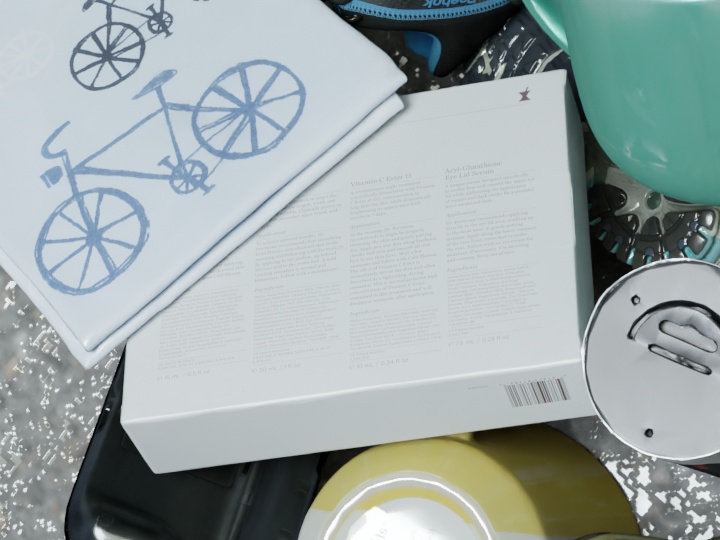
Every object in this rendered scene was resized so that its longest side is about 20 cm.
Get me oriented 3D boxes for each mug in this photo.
[{"bbox_3d":[0.034,0.119,1.061,0.149,0.153,0.188,-27,76,13],"label":"mug"},{"bbox_3d":[0.157,-0.103,0.981,0.151,0.185,0.115,-18,120,-4],"label":"mug"}]

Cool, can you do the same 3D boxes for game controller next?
[{"bbox_3d":[-0.061,0.060,1.071,0.103,0.042,0.201,17,60,1],"label":"game controller"}]

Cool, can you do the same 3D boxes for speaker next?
[{"bbox_3d":[0.152,0.046,1.008,0.080,0.200,0.082,-2,82,17],"label":"speaker"}]

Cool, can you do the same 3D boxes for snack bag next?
[{"bbox_3d":[-0.107,-0.077,1.060,0.188,0.021,0.200,-41,59,-9],"label":"snack bag"}]

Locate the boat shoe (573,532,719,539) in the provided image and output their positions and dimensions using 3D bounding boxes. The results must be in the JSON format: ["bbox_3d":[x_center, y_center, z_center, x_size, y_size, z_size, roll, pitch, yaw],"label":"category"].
[{"bbox_3d":[0.142,0.149,0.999,0.074,0.199,0.076,8,100,47],"label":"boat shoe"}]

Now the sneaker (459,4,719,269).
[{"bbox_3d":[0.120,-0.059,1.103,0.078,0.086,0.200,-50,50,20],"label":"sneaker"}]

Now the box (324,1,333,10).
[{"bbox_3d":[-0.022,-0.173,1.137,0.199,0.082,0.069,-27,63,5],"label":"box"}]

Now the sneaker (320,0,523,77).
[{"bbox_3d":[0.001,-0.148,1.049,0.082,0.199,0.073,-50,42,15],"label":"sneaker"}]

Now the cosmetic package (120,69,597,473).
[{"bbox_3d":[0.000,0.000,1.023,0.198,0.052,0.152,-8,57,12],"label":"cosmetic package"}]
